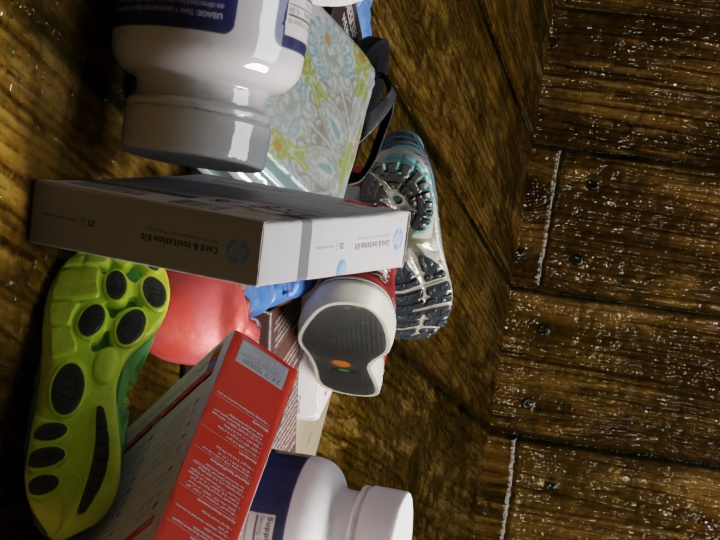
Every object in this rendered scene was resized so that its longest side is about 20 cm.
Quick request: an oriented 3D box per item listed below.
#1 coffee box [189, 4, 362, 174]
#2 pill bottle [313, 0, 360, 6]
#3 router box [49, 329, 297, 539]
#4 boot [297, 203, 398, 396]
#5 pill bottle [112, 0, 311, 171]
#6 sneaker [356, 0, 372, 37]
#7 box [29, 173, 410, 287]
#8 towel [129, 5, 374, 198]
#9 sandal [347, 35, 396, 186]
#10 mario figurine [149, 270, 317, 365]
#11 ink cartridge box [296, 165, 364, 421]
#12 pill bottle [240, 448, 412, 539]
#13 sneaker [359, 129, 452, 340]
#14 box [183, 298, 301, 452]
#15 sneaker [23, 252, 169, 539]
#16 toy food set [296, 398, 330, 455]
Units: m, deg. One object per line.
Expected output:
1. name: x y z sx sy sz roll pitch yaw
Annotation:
1. coffee box: -0.061 -0.131 1.585 0.113 0.079 0.201 74 26 -62
2. pill bottle: -0.032 -0.278 1.443 0.200 0.110 0.111 -107 -167 -53
3. router box: -0.131 0.155 1.225 0.200 0.049 0.180 -42 -160 41
4. boot: 0.000 0.000 1.583 0.200 0.072 0.145 91 9 -71
5. pill bottle: -0.090 -0.167 1.274 0.120 0.119 0.201 23 75 -79
6. sneaker: -0.009 -0.223 1.792 0.200 0.076 0.111 78 31 -43
7. box: -0.081 -0.028 1.255 0.200 0.155 0.041 -11 110 -65
8. towel: -0.070 -0.130 1.436 0.200 0.048 0.172 44 44 -37
9. sandal: -0.002 -0.099 1.586 0.076 0.043 0.201 88 14 -48
10. mario figurine: -0.111 0.008 1.437 0.106 0.124 0.200 -45 174 27
11. ink cartridge box: -0.049 0.013 1.731 0.200 0.084 0.145 -62 156 -62
12. pill bottle: -0.069 0.184 1.447 0.120 0.199 0.120 8 90 -79
13. sneaker: 0.044 -0.030 1.772 0.086 0.077 0.201 -77 169 -52
14. box: -0.092 0.100 1.609 0.100 0.075 0.201 -58 152 -66
15. sneaker: -0.168 0.070 1.248 0.084 0.074 0.201 124 -19 -57
16. toy food set: -0.073 0.139 1.805 0.200 0.060 0.144 -58 165 -62
